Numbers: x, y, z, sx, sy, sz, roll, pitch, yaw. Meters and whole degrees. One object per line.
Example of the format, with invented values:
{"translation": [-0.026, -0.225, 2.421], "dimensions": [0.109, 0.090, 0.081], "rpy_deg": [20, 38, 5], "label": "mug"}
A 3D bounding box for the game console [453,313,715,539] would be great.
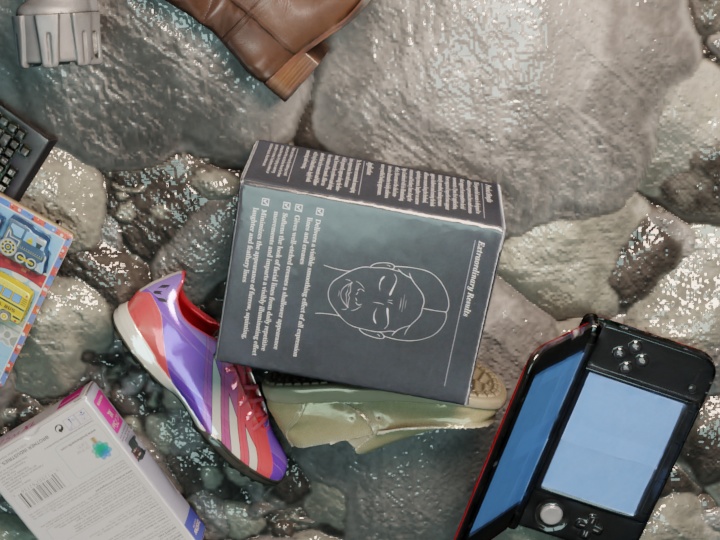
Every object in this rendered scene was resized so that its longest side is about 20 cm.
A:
{"translation": [0.179, 0.150, 1.188], "dimensions": [0.171, 0.119, 0.201], "rpy_deg": [18, 112, -4], "label": "game console"}

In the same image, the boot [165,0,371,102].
{"translation": [-0.080, -0.247, 1.074], "dimensions": [0.200, 0.064, 0.187], "rpy_deg": [39, 110, -8], "label": "boot"}

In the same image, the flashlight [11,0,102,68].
{"translation": [-0.229, -0.246, 1.057], "dimensions": [0.067, 0.068, 0.202], "rpy_deg": [1, 101, 15], "label": "flashlight"}

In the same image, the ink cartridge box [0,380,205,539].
{"translation": [-0.219, 0.204, 1.273], "dimensions": [0.119, 0.042, 0.201], "rpy_deg": [-30, 105, 14], "label": "ink cartridge box"}

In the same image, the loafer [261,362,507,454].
{"translation": [0.020, 0.110, 1.208], "dimensions": [0.198, 0.076, 0.069], "rpy_deg": [1, 114, 13], "label": "loafer"}

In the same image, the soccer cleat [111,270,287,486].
{"translation": [-0.114, 0.091, 1.210], "dimensions": [0.073, 0.068, 0.200], "rpy_deg": [-37, 105, 8], "label": "soccer cleat"}

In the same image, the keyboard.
{"translation": [-0.305, -0.032, 1.193], "dimensions": [0.127, 0.021, 0.200], "rpy_deg": [33, 111, -10], "label": "keyboard"}

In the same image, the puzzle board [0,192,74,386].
{"translation": [-0.345, -0.013, 1.186], "dimensions": [0.199, 0.017, 0.151], "rpy_deg": [29, 110, -2], "label": "puzzle board"}

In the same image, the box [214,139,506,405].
{"translation": [0.000, 0.000, 1.143], "dimensions": [0.198, 0.107, 0.149], "rpy_deg": [11, 112, -1], "label": "box"}
